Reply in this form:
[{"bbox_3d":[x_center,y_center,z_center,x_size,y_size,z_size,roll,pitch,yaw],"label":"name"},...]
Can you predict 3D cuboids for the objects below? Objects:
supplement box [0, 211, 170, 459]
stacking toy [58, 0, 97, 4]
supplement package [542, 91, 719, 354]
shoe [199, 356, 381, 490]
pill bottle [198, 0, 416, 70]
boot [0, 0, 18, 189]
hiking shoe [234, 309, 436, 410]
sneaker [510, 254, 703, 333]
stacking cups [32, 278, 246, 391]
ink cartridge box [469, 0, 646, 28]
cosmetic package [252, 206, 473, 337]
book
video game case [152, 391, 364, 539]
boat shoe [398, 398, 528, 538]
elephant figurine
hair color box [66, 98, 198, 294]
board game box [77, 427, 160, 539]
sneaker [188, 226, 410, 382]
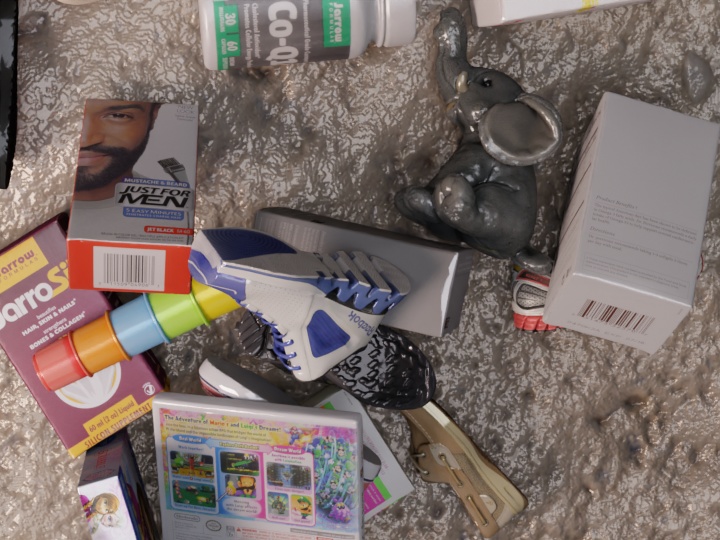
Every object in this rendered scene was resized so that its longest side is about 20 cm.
[{"bbox_3d":[-0.277,0.060,1.440,0.110,0.086,0.201,-31,99,-2],"label":"supplement box"},{"bbox_3d":[-0.269,-0.360,1.391,0.146,0.146,0.201,-34,80,-2],"label":"stacking toy"},{"bbox_3d":[0.255,-0.045,1.429,0.116,0.118,0.202,16,64,0],"label":"supplement package"},{"bbox_3d":[-0.084,0.169,1.440,0.199,0.072,0.091,33,98,-9],"label":"shoe"},{"bbox_3d":[-0.052,-0.251,1.417,0.198,0.113,0.114,-6,97,-5],"label":"pill bottle"},{"bbox_3d":[-0.400,-0.176,1.405,0.161,0.073,0.200,1,90,-9],"label":"boot"},{"bbox_3d":[-0.023,0.076,1.449,0.198,0.101,0.076,22,87,-9],"label":"hiking shoe"},{"bbox_3d":[0.244,0.004,1.501,0.198,0.078,0.083,-12,94,-7],"label":"sneaker"},{"bbox_3d":[-0.203,0.046,1.375,0.198,0.061,0.061,-23,99,0],"label":"stacking cups"},{"bbox_3d":[0.201,-0.315,1.422,0.198,0.147,0.146,-10,98,-6],"label":"ink cartridge box"},{"bbox_3d":[0.000,0.000,1.430,0.198,0.107,0.091,10,95,10],"label":"cosmetic package"},{"bbox_3d":[-0.063,0.216,1.506,0.199,0.048,0.134,-32,100,0],"label":"book"},{"bbox_3d":[-0.093,0.207,1.413,0.198,0.024,0.184,5,113,14],"label":"video game case"},{"bbox_3d":[0.082,0.184,1.505,0.064,0.071,0.200,-44,101,-1],"label":"boat shoe"},{"bbox_3d":[0.127,-0.126,1.450,0.155,0.141,0.201,33,78,-44],"label":"elephant figurine"},{"bbox_3d":[-0.204,-0.071,1.379,0.110,0.201,0.064,3,132,-7],"label":"hair color box"},{"bbox_3d":[-0.212,0.265,1.415,0.041,0.200,0.202,-16,99,-5],"label":"board game box"},{"bbox_3d":[-0.060,0.039,1.323,0.198,0.081,0.116,12,113,-29],"label":"sneaker"}]
